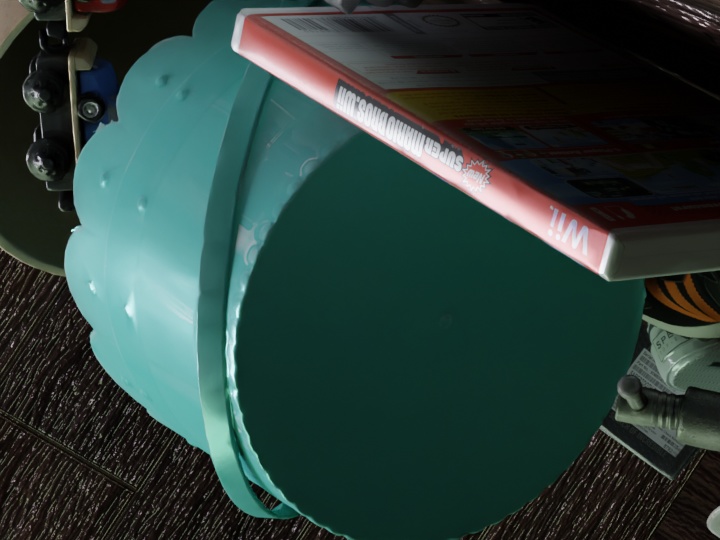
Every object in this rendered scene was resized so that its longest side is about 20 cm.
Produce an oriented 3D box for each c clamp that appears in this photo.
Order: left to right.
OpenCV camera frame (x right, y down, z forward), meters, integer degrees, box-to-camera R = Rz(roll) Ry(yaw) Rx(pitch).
[{"bbox_3d":[0.189,0.069,1.050,0.199,0.027,0.171,12,179,3],"label":"c clamp"}]

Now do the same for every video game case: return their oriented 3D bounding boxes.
[{"bbox_3d":[0.069,-0.048,0.945,0.142,0.018,0.200,-5,-153,-39],"label":"video game case"}]

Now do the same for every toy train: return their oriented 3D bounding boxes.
[{"bbox_3d":[-0.109,-0.120,1.078,0.045,0.201,0.034,-1,-160,0],"label":"toy train"}]

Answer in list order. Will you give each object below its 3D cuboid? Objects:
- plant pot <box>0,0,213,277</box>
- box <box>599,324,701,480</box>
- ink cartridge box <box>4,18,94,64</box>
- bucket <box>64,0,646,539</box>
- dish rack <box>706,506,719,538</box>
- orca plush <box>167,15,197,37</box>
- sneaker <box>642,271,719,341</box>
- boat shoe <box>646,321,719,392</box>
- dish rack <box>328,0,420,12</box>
[{"bbox_3d":[-0.118,-0.132,1.235,0.187,0.187,0.200,34,-162,-48],"label":"plant pot"},{"bbox_3d":[0.070,0.011,1.263,0.200,0.051,0.158,38,-179,1],"label":"box"},{"bbox_3d":[-0.176,-0.134,1.326,0.199,0.095,0.037,12,148,-21],"label":"ink cartridge box"},{"bbox_3d":[0.000,0.000,1.076,0.207,0.208,0.135,34,179,-33],"label":"bucket"},{"bbox_3d":[0.257,0.098,1.226,0.171,0.044,0.200,-16,152,26],"label":"dish rack"},{"bbox_3d":[-0.027,-0.120,1.376,0.200,0.071,0.106,-5,-99,-67],"label":"orca plush"},{"bbox_3d":[0.143,-0.011,1.054,0.200,0.070,0.090,26,170,48],"label":"sneaker"},{"bbox_3d":[0.194,0.021,1.191,0.199,0.073,0.067,17,-129,-47],"label":"boat shoe"},{"bbox_3d":[-0.062,-0.152,0.932,0.199,0.044,0.172,33,179,14],"label":"dish rack"}]
